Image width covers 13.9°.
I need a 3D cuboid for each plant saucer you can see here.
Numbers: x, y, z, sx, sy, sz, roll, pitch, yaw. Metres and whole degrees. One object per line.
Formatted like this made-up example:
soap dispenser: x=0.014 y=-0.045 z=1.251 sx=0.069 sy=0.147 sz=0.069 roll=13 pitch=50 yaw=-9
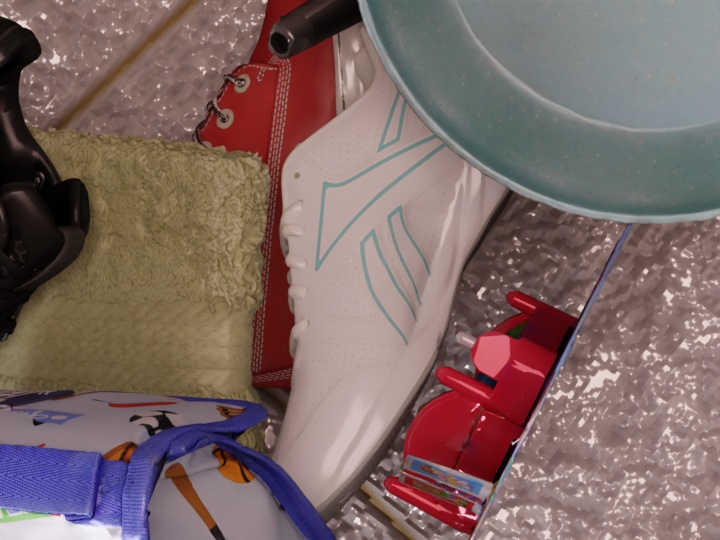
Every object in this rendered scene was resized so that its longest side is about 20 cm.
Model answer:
plant saucer: x=0.096 y=-0.116 z=0.980 sx=0.200 sy=0.036 sz=0.200 roll=3 pitch=107 yaw=10

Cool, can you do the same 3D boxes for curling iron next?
curling iron: x=0.023 y=-0.127 z=1.094 sx=0.200 sy=0.026 sz=0.050 roll=-42 pitch=129 yaw=-42

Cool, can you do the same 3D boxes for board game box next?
board game box: x=0.045 y=0.045 z=1.061 sx=0.039 sy=0.200 sz=0.158 roll=27 pitch=70 yaw=4

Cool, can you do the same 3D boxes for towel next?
towel: x=-0.120 y=0.017 z=1.091 sx=0.200 sy=0.036 sz=0.148 roll=4 pitch=95 yaw=30

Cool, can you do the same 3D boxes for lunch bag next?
lunch bag: x=-0.104 y=0.101 z=0.967 sx=0.170 sy=0.200 sz=0.124 roll=2 pitch=62 yaw=23

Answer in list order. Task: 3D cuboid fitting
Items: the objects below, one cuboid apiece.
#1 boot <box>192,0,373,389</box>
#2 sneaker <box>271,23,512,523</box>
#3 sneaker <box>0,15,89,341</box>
boot: x=-0.059 y=-0.052 z=1.124 sx=0.144 sy=0.072 sz=0.200 roll=-3 pitch=89 yaw=0
sneaker: x=0.000 y=0.000 z=1.057 sx=0.080 sy=0.070 sz=0.200 roll=24 pitch=72 yaw=-1
sneaker: x=-0.146 y=0.001 z=1.046 sx=0.099 sy=0.070 sz=0.200 roll=4 pitch=99 yaw=17
